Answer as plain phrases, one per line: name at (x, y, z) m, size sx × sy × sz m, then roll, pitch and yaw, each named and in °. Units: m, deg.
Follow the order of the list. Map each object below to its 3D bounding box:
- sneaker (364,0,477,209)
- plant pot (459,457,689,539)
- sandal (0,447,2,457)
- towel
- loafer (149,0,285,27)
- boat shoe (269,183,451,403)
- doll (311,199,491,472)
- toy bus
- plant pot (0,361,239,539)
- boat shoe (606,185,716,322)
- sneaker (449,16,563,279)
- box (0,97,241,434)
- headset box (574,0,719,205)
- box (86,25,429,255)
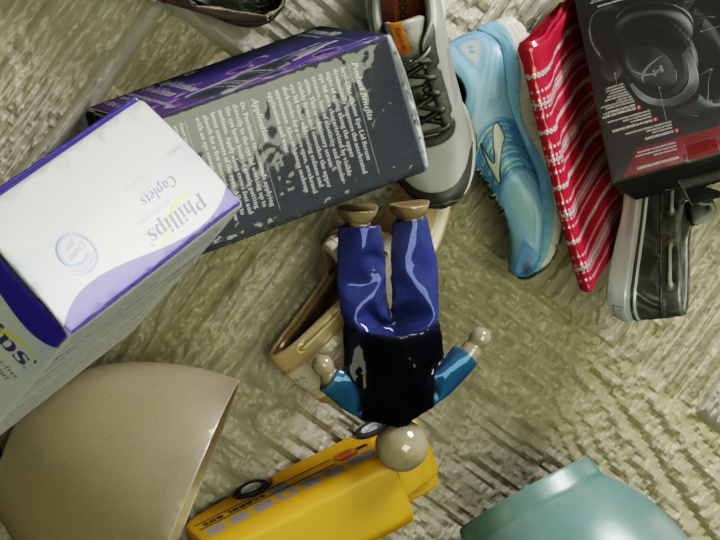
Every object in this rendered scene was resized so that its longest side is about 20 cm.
sneaker at (0.037, -0.144, 1.706) m, size 0.074 × 0.079 × 0.201 m, roll -11°, pitch 89°, yaw 9°
plant pot at (0.158, 0.229, 1.790) m, size 0.200 × 0.200 × 0.135 m, roll -25°, pitch 80°, yaw -16°
sandal at (-0.335, 0.085, 1.631) m, size 0.048 × 0.075 × 0.200 m, roll -36°, pitch 114°, yaw 27°
towel at (0.167, -0.101, 1.764) m, size 0.022 × 0.145 × 0.201 m, roll -9°, pitch 108°, yaw 23°
loafer at (-0.136, -0.227, 1.650) m, size 0.199 × 0.071 × 0.073 m, roll 12°, pitch 93°, yaw -23°
boat shoe at (0.000, 0.000, 1.739) m, size 0.069 × 0.074 × 0.201 m, roll 32°, pitch 82°, yaw -21°
doll at (0.029, 0.051, 1.696) m, size 0.136 × 0.048 × 0.201 m, roll -5°, pitch 99°, yaw -12°
toy bus at (-0.031, 0.182, 1.753) m, size 0.199 × 0.078 × 0.065 m, roll -25°, pitch 107°, yaw -16°
plant pot at (-0.184, 0.146, 1.642) m, size 0.134 × 0.200 × 0.201 m, roll 23°, pitch 90°, yaw 1°
boat shoe at (0.244, -0.051, 1.800) m, size 0.071 × 0.072 × 0.201 m, roll 5°, pitch 73°, yaw 20°
sneaker at (0.101, -0.090, 1.775) m, size 0.090 × 0.078 × 0.201 m, roll -13°, pitch 95°, yaw -6°
box at (-0.207, 0.008, 1.520) m, size 0.105 × 0.200 × 0.184 m, roll 47°, pitch 46°, yaw 2°
headset box at (0.251, -0.152, 1.737) m, size 0.148 × 0.077 × 0.201 m, roll -15°, pitch 77°, yaw 18°
box at (-0.075, -0.095, 1.655) m, size 0.199 × 0.148 × 0.105 m, roll -22°, pitch 105°, yaw -18°
